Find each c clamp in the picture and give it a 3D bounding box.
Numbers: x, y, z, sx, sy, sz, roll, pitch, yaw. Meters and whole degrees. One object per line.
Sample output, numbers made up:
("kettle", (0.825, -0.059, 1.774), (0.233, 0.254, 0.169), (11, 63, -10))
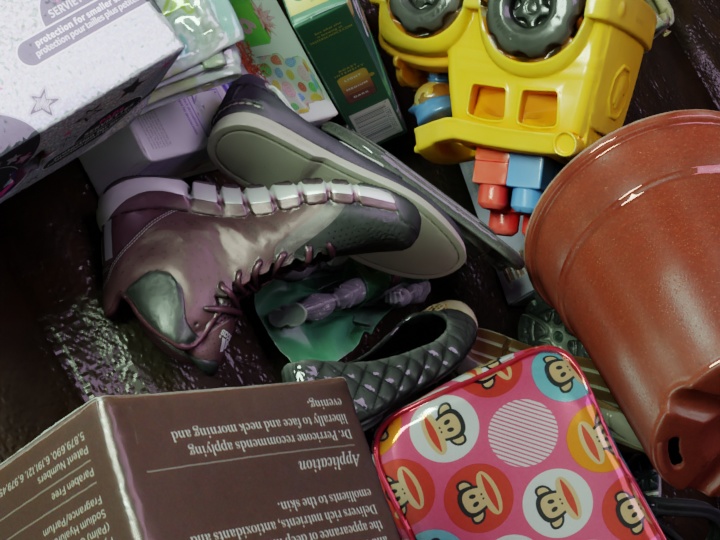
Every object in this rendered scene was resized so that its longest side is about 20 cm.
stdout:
("c clamp", (0.042, -0.050, 1.053), (0.199, 0.027, 0.171), (36, 2, -24))

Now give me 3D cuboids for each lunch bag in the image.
("lunch bag", (0.092, 0.165, 0.928), (0.082, 0.175, 0.201), (102, -36, -79))

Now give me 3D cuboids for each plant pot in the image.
("plant pot", (0.233, 0.031, 0.983), (0.200, 0.201, 0.196), (25, 31, -34))

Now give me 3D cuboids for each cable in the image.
("cable", (0.186, 0.168, 1.048), (0.199, 0.050, 0.098), (3, 98, -33))

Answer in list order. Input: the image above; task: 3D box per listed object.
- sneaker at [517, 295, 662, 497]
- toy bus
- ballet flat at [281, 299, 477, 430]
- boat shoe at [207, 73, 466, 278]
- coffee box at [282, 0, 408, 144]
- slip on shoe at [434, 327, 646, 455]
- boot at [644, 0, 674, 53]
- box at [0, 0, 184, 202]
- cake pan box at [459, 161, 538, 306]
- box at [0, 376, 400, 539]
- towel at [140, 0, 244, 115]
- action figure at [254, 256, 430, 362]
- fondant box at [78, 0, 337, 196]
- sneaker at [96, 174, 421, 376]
("sneaker", (0.197, 0.109, 1.133), (0.086, 0.077, 0.202), (7, 61, -53))
("toy bus", (0.100, -0.125, 1.072), (0.135, 0.199, 0.194), (5, 96, -62))
("ballet flat", (0.020, 0.053, 0.946), (0.200, 0.066, 0.057), (-30, 101, -54))
("boat shoe", (-0.008, -0.062, 0.946), (0.199, 0.073, 0.063), (29, 44, -26))
("coffee box", (-0.020, -0.181, 1.038), (0.200, 0.044, 0.124), (56, 14, -64))
("slip on shoe", (0.148, 0.102, 1.043), (0.198, 0.061, 0.076), (17, 27, -15))
("boot", (0.178, -0.152, 1.150), (0.072, 0.154, 0.201), (24, 47, -34))
("box", (-0.211, -0.100, 0.738), (0.199, 0.115, 0.133), (-35, 91, -24))
("cake pan box", (0.166, -0.066, 1.242), (0.183, 0.052, 0.201), (3, 62, -49))
("box", (-0.082, 0.176, 0.704), (0.165, 0.164, 0.201), (1, 64, -48))
("towel", (-0.180, -0.172, 0.859), (0.170, 0.048, 0.201), (-26, 84, -10))
("action figure", (0.000, 0.000, 1.013), (0.199, 0.055, 0.119), (-16, 78, -54))
("fondant box", (-0.122, -0.139, 0.972), (0.199, 0.058, 0.145), (-22, 81, -51))
("sneaker", (-0.062, 0.009, 0.880), (0.198, 0.076, 0.117), (1, 69, -1))
